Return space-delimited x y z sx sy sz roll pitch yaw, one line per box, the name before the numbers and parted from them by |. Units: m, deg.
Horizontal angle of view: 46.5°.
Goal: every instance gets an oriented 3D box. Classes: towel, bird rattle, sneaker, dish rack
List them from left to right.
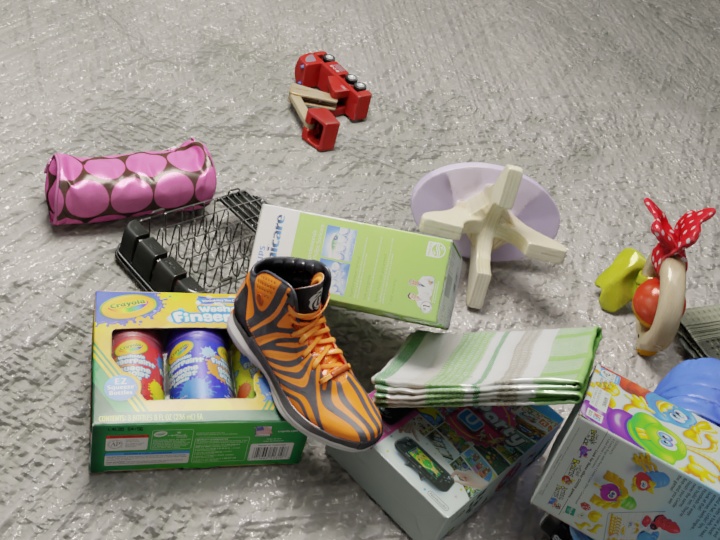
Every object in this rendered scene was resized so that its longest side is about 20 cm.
dish rack | -0.165 -0.025 0.981 0.199 0.055 0.153 -24 56 -41
sneaker | -0.045 0.066 0.760 0.200 0.113 0.077 42 40 21
towel | 0.122 0.084 0.800 0.198 0.031 0.149 -6 18 24
bird rattle | 0.377 0.017 1.035 0.111 0.200 0.165 10 65 -4
towel | 0.516 0.118 1.091 0.198 0.035 0.194 -5 47 -28

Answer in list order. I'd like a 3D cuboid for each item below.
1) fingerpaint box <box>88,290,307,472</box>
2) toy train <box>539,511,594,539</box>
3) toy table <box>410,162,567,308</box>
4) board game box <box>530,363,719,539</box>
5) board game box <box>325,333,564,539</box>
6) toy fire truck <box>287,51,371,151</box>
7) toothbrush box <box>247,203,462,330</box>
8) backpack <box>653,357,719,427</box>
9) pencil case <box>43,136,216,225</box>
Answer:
fingerpaint box | -0.160 0.102 0.816 0.198 0.074 0.168 3 42 -18
toy train | 0.258 0.278 0.762 0.200 0.087 0.114 40 38 25
toy table | 0.164 -0.058 1.057 0.197 0.186 0.117 1 24 -1
board game box | 0.267 0.188 0.726 0.199 0.106 0.103 28 29 13
board game box | 0.087 0.165 0.845 0.147 0.065 0.199 40 43 25
toy fire truck | -0.062 -0.270 1.305 0.140 0.049 0.200 -17 50 -34
toothbrush box | 0.000 0.000 0.881 0.198 0.087 0.146 10 -5 13
backpack | 0.377 0.193 0.842 0.199 0.164 0.168 33 45 17
pencil case | -0.279 -0.110 1.012 0.198 0.091 0.095 -9 76 -30
